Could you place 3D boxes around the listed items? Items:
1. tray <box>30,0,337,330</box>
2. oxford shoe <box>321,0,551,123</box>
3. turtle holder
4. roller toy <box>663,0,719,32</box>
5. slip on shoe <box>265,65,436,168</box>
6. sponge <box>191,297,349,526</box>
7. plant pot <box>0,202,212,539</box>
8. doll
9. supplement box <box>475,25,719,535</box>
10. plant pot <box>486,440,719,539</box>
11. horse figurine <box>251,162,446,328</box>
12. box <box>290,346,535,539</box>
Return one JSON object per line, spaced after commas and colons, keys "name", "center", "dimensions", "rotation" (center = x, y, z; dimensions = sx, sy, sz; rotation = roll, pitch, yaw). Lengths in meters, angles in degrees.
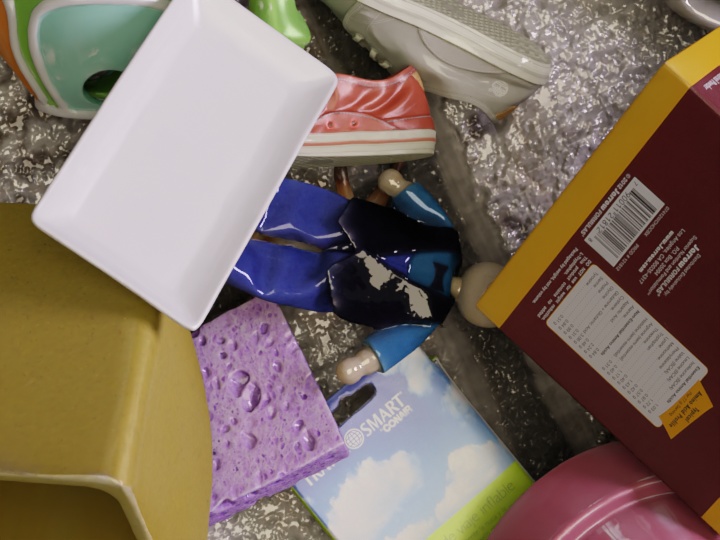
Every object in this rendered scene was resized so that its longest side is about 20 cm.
{"name": "tray", "center": [-0.095, -0.065, 1.201], "dimensions": [0.107, 0.022, 0.201], "rotation": [34, 55, -8]}
{"name": "oxford shoe", "center": [0.021, -0.150, 1.344], "dimensions": [0.199, 0.075, 0.058], "rotation": [28, 112, -4]}
{"name": "turtle holder", "center": [-0.137, -0.162, 1.305], "dimensions": [0.184, 0.140, 0.133], "rotation": [-7, 107, -39]}
{"name": "roller toy", "center": [0.250, -0.238, 1.315], "dimensions": [0.181, 0.140, 0.201], "rotation": [-27, 72, -14]}
{"name": "slip on shoe", "center": [-0.050, -0.094, 1.292], "dimensions": [0.198, 0.074, 0.062], "rotation": [-2, 86, -20]}
{"name": "sponge", "center": [-0.117, 0.106, 1.322], "dimensions": [0.199, 0.030, 0.112], "rotation": [-27, 69, 1]}
{"name": "plant pot", "center": [-0.181, 0.073, 1.234], "dimensions": [0.193, 0.195, 0.201], "rotation": [4, 56, 12]}
{"name": "doll", "center": [0.000, 0.000, 1.300], "dimensions": [0.198, 0.048, 0.138], "rotation": [13, 73, -16]}
{"name": "supplement box", "center": [0.215, 0.001, 1.247], "dimensions": [0.200, 0.133, 0.198], "rotation": [43, 123, 9]}
{"name": "plant pot", "center": [0.182, 0.226, 1.268], "dimensions": [0.198, 0.179, 0.202], "rotation": [-11, 118, -21]}
{"name": "horse figurine", "center": [-0.044, -0.034, 1.346], "dimensions": [0.198, 0.050, 0.134], "rotation": [4, 86, -10]}
{"name": "box", "center": [0.047, 0.151, 1.356], "dimensions": [0.122, 0.048, 0.200], "rotation": [-40, 93, -5]}
